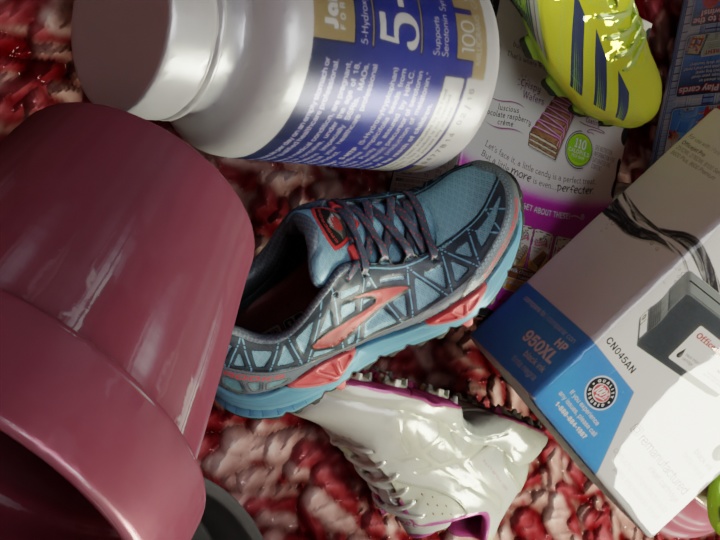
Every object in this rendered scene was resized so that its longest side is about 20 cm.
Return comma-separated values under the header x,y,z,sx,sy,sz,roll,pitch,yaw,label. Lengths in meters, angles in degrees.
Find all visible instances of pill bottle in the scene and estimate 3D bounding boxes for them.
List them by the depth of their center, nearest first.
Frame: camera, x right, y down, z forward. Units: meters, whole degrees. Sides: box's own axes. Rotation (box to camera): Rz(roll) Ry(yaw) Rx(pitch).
x,y,z,sx,sy,sz,roll,pitch,yaw,label
-0.038,-0.115,0.855,0.199,0.119,0.121,1,96,-41,pill bottle

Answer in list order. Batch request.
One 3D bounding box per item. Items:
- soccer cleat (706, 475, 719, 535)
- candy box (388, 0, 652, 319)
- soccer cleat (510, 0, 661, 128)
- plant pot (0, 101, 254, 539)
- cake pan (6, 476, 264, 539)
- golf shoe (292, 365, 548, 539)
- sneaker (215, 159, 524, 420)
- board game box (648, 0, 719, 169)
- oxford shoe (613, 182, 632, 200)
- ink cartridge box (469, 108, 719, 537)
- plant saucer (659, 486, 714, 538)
x,y,z,sx,sy,sz,roll,pitch,yaw,label
0.267,0.078,1.099,0.067,0.081,0.201,18,99,0,soccer cleat
0.090,-0.071,1.009,0.136,0.061,0.202,15,88,-40,candy box
0.124,-0.151,0.922,0.200,0.083,0.065,47,39,-35,soccer cleat
-0.141,0.031,0.759,0.200,0.199,0.180,51,49,-33,plant pot
-0.131,0.197,0.880,0.199,0.037,0.202,-8,102,-40,cake pan
0.028,0.108,0.980,0.199,0.075,0.092,21,87,-39,golf shoe
0.000,0.000,0.884,0.199,0.079,0.096,-35,144,-7,sneaker
0.253,-0.068,1.116,0.200,0.061,0.201,55,48,-36,board game box
0.193,0.039,1.082,0.075,0.058,0.202,-9,82,-11,oxford shoe
0.187,0.030,0.979,0.200,0.084,0.145,-43,123,-1,ink cartridge box
0.249,0.090,1.176,0.200,0.051,0.202,-8,103,-40,plant saucer
